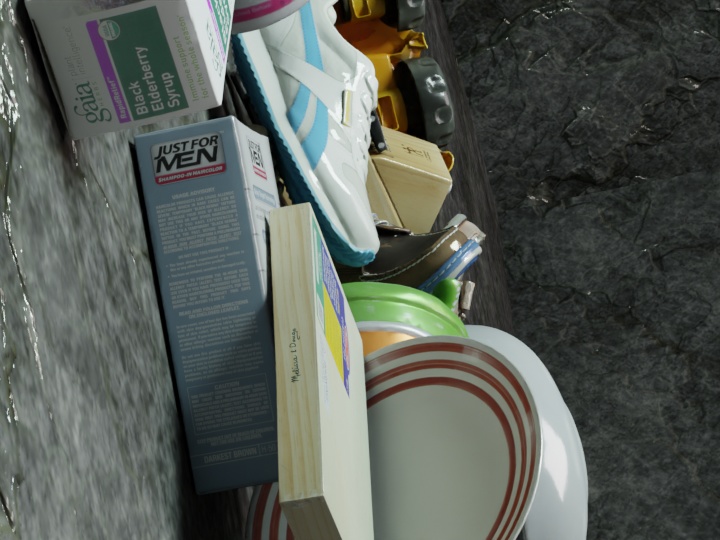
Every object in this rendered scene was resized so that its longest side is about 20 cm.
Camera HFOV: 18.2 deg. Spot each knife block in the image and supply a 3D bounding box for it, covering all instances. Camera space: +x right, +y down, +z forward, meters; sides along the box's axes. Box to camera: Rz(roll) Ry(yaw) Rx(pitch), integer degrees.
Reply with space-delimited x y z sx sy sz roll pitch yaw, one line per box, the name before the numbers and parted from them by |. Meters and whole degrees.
knife block | -0.034 -0.061 1.608 0.064 0.175 0.200 -107 -142 -61

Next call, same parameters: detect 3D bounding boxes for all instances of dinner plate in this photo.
dinner plate | 0.021 0.128 1.279 0.024 0.200 0.200 41 32 -41

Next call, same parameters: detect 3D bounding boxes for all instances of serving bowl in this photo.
serving bowl | 0.107 0.129 1.505 0.200 0.066 0.200 168 -90 -77

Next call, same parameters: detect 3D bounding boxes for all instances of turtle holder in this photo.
turtle holder | -0.008 0.089 1.439 0.141 0.185 0.132 20 53 -31

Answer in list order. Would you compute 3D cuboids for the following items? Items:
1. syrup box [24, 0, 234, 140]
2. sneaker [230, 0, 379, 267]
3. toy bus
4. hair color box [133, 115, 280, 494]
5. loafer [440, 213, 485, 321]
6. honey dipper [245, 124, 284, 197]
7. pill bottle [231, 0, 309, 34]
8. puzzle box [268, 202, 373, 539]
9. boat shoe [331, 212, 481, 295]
syrup box | -0.111 -0.152 1.145 0.200 0.081 0.079 -91 167 -59
sneaker | -0.022 -0.098 1.482 0.077 0.081 0.200 99 -29 -70
toy bus | -0.018 -0.155 1.730 0.192 0.136 0.200 -151 -133 -82
hair color box | -0.072 0.021 1.264 0.099 0.061 0.200 23 57 -81
loafer | 0.038 0.056 1.599 0.200 0.063 0.072 -56 171 -8
honey dipper | -0.054 -0.002 1.510 0.038 0.038 0.200 -88 163 -62
pill bottle | -0.091 -0.247 1.311 0.113 0.113 0.200 -94 170 -45
puzzle box | -0.020 0.079 1.236 0.133 0.025 0.200 70 13 -48
boat shoe | 0.000 0.000 1.526 0.072 0.200 0.072 -41 101 -39
